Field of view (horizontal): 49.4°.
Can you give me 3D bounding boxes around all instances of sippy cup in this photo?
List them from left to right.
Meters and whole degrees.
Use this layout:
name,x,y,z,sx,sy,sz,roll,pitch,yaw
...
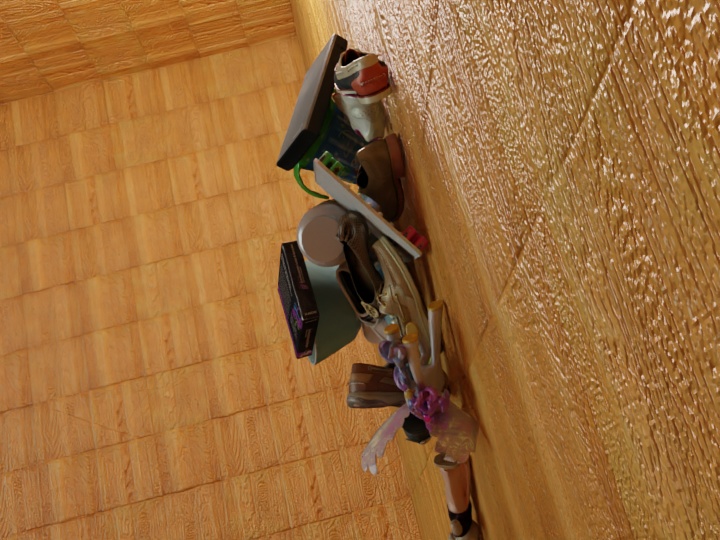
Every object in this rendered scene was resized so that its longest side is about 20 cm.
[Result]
name,x,y,z,sx,sy,sz,roll,pitch,yaw
sippy cup,-0.041,-0.224,1.405,0.179,0.129,0.140,-54,22,28

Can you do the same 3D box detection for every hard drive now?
name,x,y,z,sx,sy,sz,roll,pitch,yaw
hard drive,-0.083,-0.283,1.334,0.139,0.033,0.203,-36,36,58

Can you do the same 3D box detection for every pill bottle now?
name,x,y,z,sx,sy,sz,roll,pitch,yaw
pill bottle,-0.052,-0.064,1.329,0.200,0.103,0.106,-64,-39,-80

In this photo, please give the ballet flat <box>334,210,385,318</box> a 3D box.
name,x,y,z,sx,sy,sz,roll,pitch,yaw
ballet flat,0.000,0.000,1.225,0.067,0.046,0.202,17,136,37

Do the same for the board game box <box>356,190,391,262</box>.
name,x,y,z,sx,sy,sz,roll,pitch,yaw
board game box,0.007,-0.080,1.485,0.153,0.036,0.200,-64,19,17

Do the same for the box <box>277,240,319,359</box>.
name,x,y,z,sx,sy,sz,roll,pitch,yaw
box,-0.111,0.055,1.377,0.201,0.036,0.145,105,150,-65

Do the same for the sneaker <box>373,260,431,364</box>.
name,x,y,z,sx,sy,sz,roll,pitch,yaw
sneaker,0.074,0.079,1.291,0.131,0.079,0.203,-112,0,-83

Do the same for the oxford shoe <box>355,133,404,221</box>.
name,x,y,z,sx,sy,sz,roll,pitch,yaw
oxford shoe,0.028,-0.139,1.218,0.201,0.073,0.072,82,174,-60

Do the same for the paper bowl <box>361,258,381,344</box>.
name,x,y,z,sx,sy,sz,roll,pitch,yaw
paper bowl,0.045,0.060,1.514,0.201,0.103,0.204,168,90,-87

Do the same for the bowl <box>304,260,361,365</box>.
name,x,y,z,sx,sy,sz,roll,pitch,yaw
bowl,-0.063,0.068,1.485,0.201,0.103,0.204,167,90,-77

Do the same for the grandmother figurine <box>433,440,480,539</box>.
name,x,y,z,sx,sy,sz,roll,pitch,yaw
grandmother figurine,0.156,0.365,1.231,0.122,0.060,0.203,-59,-40,-54

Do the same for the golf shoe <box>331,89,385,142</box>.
name,x,y,z,sx,sy,sz,roll,pitch,yaw
golf shoe,0.000,-0.259,1.279,0.200,0.074,0.093,-109,3,-73

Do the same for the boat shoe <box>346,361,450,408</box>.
name,x,y,z,sx,sy,sz,roll,pitch,yaw
boat shoe,0.062,0.168,1.173,0.075,0.198,0.073,-16,73,43

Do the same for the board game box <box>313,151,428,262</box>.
name,x,y,z,sx,sy,sz,roll,pitch,yaw
board game box,0.012,-0.092,1.182,0.200,0.026,0.200,42,176,-1

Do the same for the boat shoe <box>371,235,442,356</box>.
name,x,y,z,sx,sy,sz,roll,pitch,yaw
boat shoe,0.059,0.048,1.186,0.074,0.066,0.202,-132,17,-84

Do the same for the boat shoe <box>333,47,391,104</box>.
name,x,y,z,sx,sy,sz,roll,pitch,yaw
boat shoe,-0.004,-0.293,1.141,0.063,0.070,0.200,65,178,-25

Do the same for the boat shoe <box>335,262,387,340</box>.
name,x,y,z,sx,sy,sz,roll,pitch,yaw
boat shoe,0.020,0.069,1.381,0.201,0.073,0.065,51,-149,-5

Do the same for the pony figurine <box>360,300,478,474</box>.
name,x,y,z,sx,sy,sz,roll,pitch,yaw
pony figurine,0.085,0.169,1.058,0.193,0.164,0.203,-42,-59,-56

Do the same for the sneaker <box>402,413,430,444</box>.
name,x,y,z,sx,sy,sz,roll,pitch,yaw
sneaker,0.118,0.296,1.488,0.200,0.073,0.090,-64,-38,-79
